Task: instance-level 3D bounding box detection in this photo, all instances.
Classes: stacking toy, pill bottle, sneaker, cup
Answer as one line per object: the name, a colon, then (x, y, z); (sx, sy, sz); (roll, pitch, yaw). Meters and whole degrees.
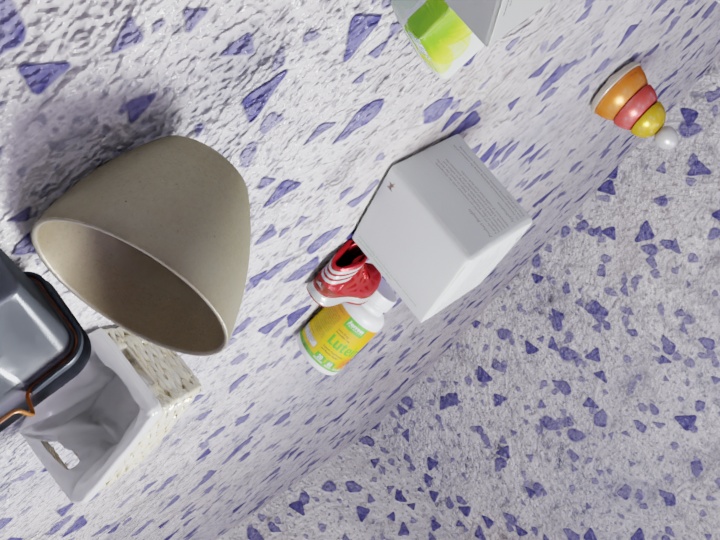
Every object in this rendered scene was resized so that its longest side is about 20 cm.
stacking toy: (0.614, -0.340, 1.969); (0.145, 0.201, 0.146); (-37, 165, -11)
pill bottle: (-0.023, 0.099, 1.760); (0.200, 0.111, 0.111); (-46, 165, 18)
sneaker: (0.000, 0.000, 1.600); (0.116, 0.079, 0.199); (-48, 166, 31)
cup: (-0.179, -0.037, 0.835); (0.145, 0.197, 0.201); (-63, 178, -29)

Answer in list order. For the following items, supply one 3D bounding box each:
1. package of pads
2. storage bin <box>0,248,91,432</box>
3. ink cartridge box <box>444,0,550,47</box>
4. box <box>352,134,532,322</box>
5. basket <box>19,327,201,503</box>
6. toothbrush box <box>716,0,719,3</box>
package of pads: (0.133, -0.321, 1.011); (0.200, 0.068, 0.154); (-42, 165, 7)
storage bin: (-0.350, 0.070, 0.773); (0.199, 0.146, 0.135); (-37, 156, -16)
ink cartridge box: (0.153, -0.346, 0.823); (0.199, 0.148, 0.145); (-38, 166, -13)
box: (0.130, -0.068, 1.484); (0.170, 0.200, 0.201); (-29, 162, -37)
basket: (-0.319, 0.177, 1.164); (0.200, 0.136, 0.123); (-47, 168, 24)
toothbrush box: (0.589, -0.544, 1.405); (0.201, 0.146, 0.086); (-50, 164, 30)
